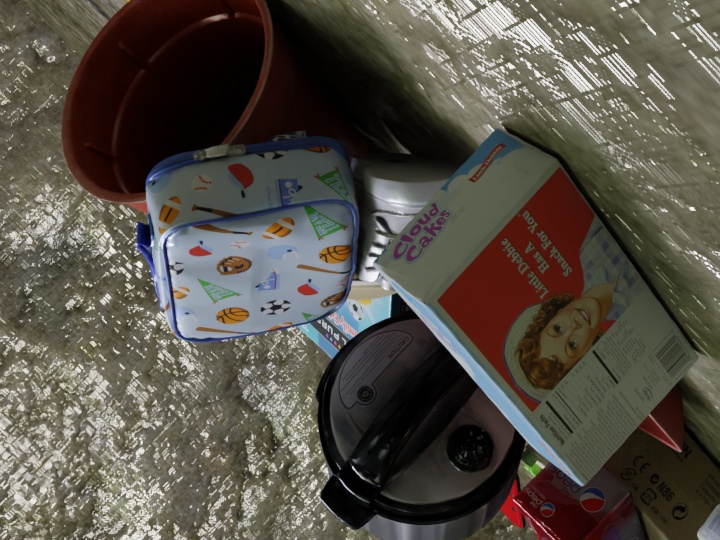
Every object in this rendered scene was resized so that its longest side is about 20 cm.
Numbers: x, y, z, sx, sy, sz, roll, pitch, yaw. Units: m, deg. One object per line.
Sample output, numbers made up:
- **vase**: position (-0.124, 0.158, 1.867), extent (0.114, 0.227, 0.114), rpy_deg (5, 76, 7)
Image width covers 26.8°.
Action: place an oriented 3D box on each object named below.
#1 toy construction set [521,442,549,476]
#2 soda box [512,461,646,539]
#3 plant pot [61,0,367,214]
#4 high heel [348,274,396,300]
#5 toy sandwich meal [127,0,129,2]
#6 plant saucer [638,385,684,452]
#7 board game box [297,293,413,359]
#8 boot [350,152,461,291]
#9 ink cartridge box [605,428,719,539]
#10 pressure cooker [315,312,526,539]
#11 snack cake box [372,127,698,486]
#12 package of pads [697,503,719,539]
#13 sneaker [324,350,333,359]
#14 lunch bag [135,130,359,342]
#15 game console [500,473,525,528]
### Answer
- **toy construction set**: position (0.241, 0.223, 1.643), extent (0.200, 0.092, 0.131), rpy_deg (54, -178, 38)
- **soda box**: position (0.180, 0.205, 1.215), extent (0.063, 0.070, 0.200), rpy_deg (43, 173, 26)
- **plant pot**: position (-0.100, -0.103, 1.214), extent (0.201, 0.201, 0.195), rpy_deg (39, -179, 41)
- **high heel**: position (-0.023, -0.050, 1.296), extent (0.199, 0.144, 0.071), rpy_deg (2, 168, 36)
- **toy sandwich meal**: position (-0.175, -0.226, 1.390), extent (0.205, 0.070, 0.205), rpy_deg (44, 175, 5)
- **plant saucer**: position (0.147, 0.033, 1.132), extent (0.200, 0.037, 0.200), rpy_deg (47, 173, -22)
- **board game box**: position (0.000, 0.000, 1.378), extent (0.151, 0.047, 0.201), rpy_deg (40, 138, 42)
- **boot**: position (0.032, -0.032, 1.107), extent (0.200, 0.073, 0.097), rpy_deg (-128, 36, -80)
- **ink cartridge box**: position (0.238, 0.170, 1.274), extent (0.200, 0.075, 0.165), rpy_deg (47, 175, -19)
- **pressure cooker**: position (0.053, 0.127, 1.238), extent (0.200, 0.177, 0.178), rpy_deg (83, -174, -71)
- **snack cake box**: position (0.111, 0.026, 0.926), extent (0.200, 0.115, 0.067), rpy_deg (49, 173, -36)
- **package of pads**: position (0.356, 0.263, 1.135), extent (0.200, 0.068, 0.154), rpy_deg (47, 174, -32)
- **sneaker**: position (0.043, 0.049, 1.459), extent (0.198, 0.071, 0.109), rpy_deg (0, 160, 20)
- **lunch bag**: position (-0.083, -0.023, 1.105), extent (0.200, 0.159, 0.076), rpy_deg (95, 164, -60)
- **game console**: position (0.137, 0.151, 1.591), extent (0.118, 0.174, 0.200), rpy_deg (14, 157, 14)
